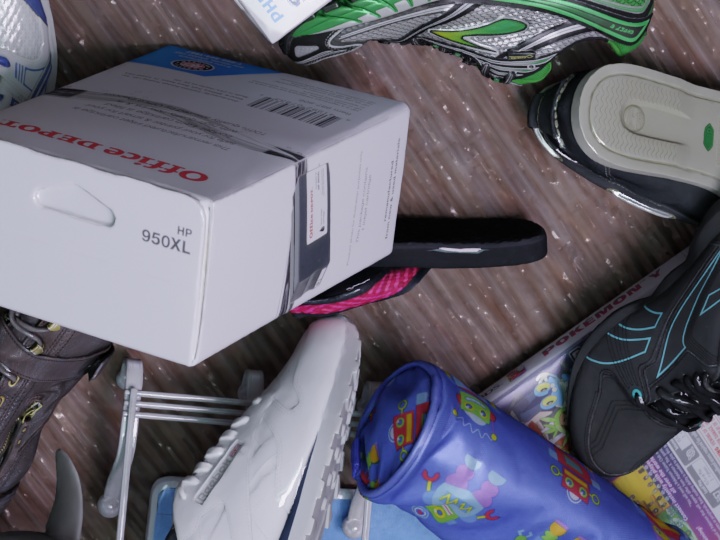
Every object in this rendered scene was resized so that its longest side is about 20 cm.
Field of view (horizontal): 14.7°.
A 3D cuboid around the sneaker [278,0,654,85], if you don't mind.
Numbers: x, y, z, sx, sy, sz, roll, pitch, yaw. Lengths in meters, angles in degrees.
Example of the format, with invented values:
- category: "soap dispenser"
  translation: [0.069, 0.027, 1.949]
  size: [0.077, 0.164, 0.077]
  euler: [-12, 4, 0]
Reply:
- category: "sneaker"
  translation: [0.057, -0.127, 1.406]
  size: [0.199, 0.078, 0.086]
  euler: [-9, 112, -5]

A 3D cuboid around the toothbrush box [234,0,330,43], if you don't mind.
- category: "toothbrush box"
  translation: [0.006, -0.214, 1.331]
  size: [0.200, 0.147, 0.085]
  euler: [-37, 110, 7]

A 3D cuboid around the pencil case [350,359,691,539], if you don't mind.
- category: "pencil case"
  translation: [0.083, 0.128, 1.461]
  size: [0.200, 0.078, 0.087]
  euler: [35, 119, -24]

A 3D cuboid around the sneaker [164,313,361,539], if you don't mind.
- category: "sneaker"
  translation: [-0.053, 0.109, 1.414]
  size: [0.080, 0.076, 0.201]
  euler: [15, 69, 11]

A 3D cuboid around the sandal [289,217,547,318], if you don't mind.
- category: "sandal"
  translation: [0.000, 0.000, 1.447]
  size: [0.199, 0.075, 0.045]
  euler: [0, 106, -10]

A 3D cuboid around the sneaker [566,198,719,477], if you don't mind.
- category: "sneaker"
  translation: [0.171, 0.042, 1.434]
  size: [0.075, 0.079, 0.200]
  euler: [17, 125, -25]

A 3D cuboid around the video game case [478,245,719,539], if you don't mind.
- category: "video game case"
  translation: [0.165, 0.112, 1.532]
  size: [0.182, 0.023, 0.200]
  euler: [-35, 112, 1]

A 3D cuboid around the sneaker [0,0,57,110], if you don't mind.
- category: "sneaker"
  translation: [-0.193, -0.061, 1.391]
  size: [0.075, 0.088, 0.201]
  euler: [6, 108, -8]

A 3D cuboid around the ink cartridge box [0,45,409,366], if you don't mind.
- category: "ink cartridge box"
  translation: [-0.086, -0.036, 1.332]
  size: [0.144, 0.200, 0.085]
  euler: [15, 112, 24]

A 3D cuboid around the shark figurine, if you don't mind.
- category: "shark figurine"
  translation: [-0.205, 0.170, 1.443]
  size: [0.089, 0.214, 0.129]
  euler: [1, 72, -37]

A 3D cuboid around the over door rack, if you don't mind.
- category: "over door rack"
  translation: [-0.066, 0.153, 1.469]
  size: [0.147, 0.067, 0.201]
  euler: [5, 76, -10]

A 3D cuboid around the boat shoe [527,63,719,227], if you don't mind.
- category: "boat shoe"
  translation: [0.180, -0.056, 1.463]
  size: [0.199, 0.068, 0.072]
  euler: [20, 73, -26]

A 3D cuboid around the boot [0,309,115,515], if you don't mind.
- category: "boot"
  translation: [-0.192, 0.057, 1.393]
  size: [0.069, 0.200, 0.174]
  euler: [44, 113, 15]

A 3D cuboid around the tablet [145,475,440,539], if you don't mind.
- category: "tablet"
  translation: [-0.023, 0.179, 1.542]
  size: [0.199, 0.014, 0.131]
  euler: [5, 109, -9]
